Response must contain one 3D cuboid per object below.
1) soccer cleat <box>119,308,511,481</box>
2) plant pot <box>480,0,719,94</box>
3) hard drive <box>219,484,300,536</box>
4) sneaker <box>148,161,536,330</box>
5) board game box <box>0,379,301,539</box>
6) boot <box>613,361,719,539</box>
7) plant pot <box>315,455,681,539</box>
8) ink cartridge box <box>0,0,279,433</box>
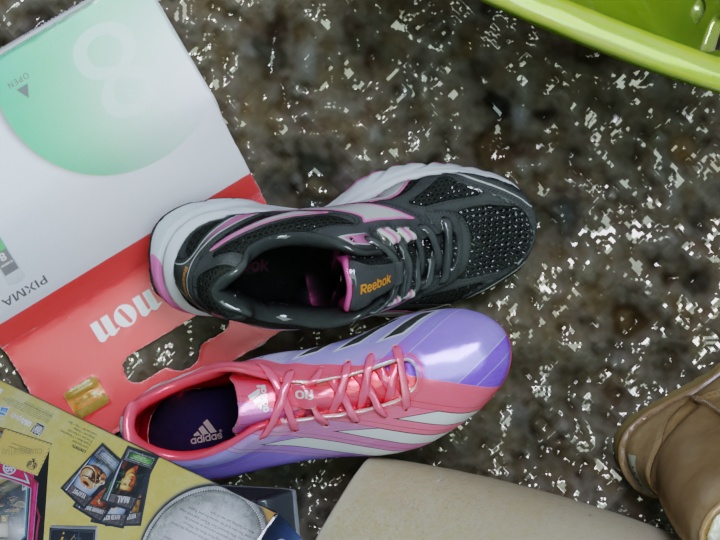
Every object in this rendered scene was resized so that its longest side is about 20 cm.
[{"bbox_3d":[-0.023,0.064,1.351,0.199,0.076,0.067,-14,79,12],"label":"soccer cleat"},{"bbox_3d":[0.114,-0.211,1.317,0.199,0.181,0.200,22,93,-10],"label":"plant pot"},{"bbox_3d":[-0.087,0.208,1.365,0.139,0.033,0.201,0,98,34],"label":"hard drive"},{"bbox_3d":[0.000,0.000,1.357,0.199,0.086,0.081,-12,108,-18],"label":"sneaker"},{"bbox_3d":[-0.145,0.143,1.310,0.200,0.035,0.136,23,72,32],"label":"board game box"},{"bbox_3d":[0.221,0.081,1.352,0.175,0.200,0.066,-35,100,-3],"label":"boot"},{"bbox_3d":[0.068,0.183,1.365,0.200,0.187,0.188,29,91,6],"label":"plant pot"},{"bbox_3d":[-0.131,-0.025,1.368,0.161,0.050,0.200,-31,97,-4],"label":"ink cartridge box"}]
